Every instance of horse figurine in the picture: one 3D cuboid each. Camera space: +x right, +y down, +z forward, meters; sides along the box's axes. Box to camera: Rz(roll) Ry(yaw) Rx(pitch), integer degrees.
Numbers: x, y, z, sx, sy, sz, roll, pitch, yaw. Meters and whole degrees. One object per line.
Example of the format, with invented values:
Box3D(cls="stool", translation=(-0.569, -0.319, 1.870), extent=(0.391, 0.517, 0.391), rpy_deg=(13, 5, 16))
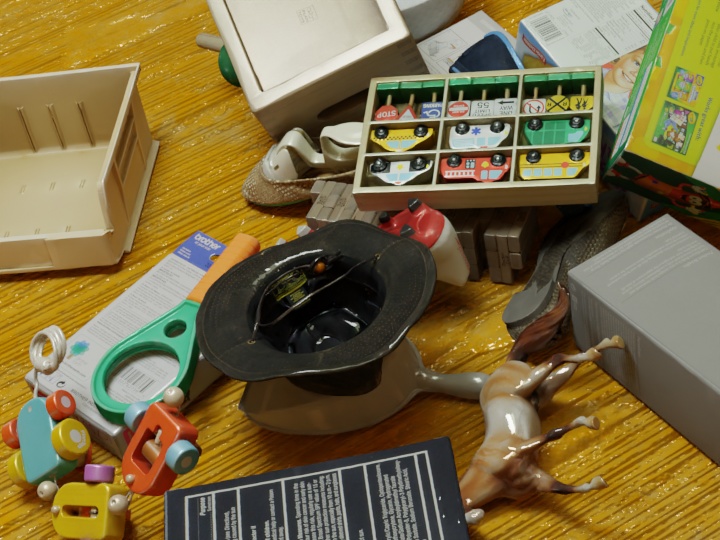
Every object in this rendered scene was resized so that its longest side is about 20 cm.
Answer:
Box3D(cls="horse figurine", translation=(0.125, 0.107, 1.188), extent=(0.132, 0.050, 0.201), rpy_deg=(-23, 38, 35))

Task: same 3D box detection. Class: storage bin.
Box3D(cls="storage bin", translation=(-0.307, -0.091, 1.514), extent=(0.199, 0.094, 0.199), rpy_deg=(-4, 40, 9))

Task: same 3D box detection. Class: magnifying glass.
Box3D(cls="magnifying glass", translation=(-0.143, 0.044, 1.303), extent=(0.079, 0.022, 0.200), rpy_deg=(16, 51, 29))

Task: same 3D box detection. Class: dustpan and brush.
Box3D(cls="dustpan and brush", translation=(0.019, 0.079, 1.273), extent=(0.199, 0.057, 0.140), rpy_deg=(-2, 44, 23))

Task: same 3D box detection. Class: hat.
Box3D(cls="hat", translation=(-0.025, 0.048, 1.220), extent=(0.199, 0.081, 0.201), rpy_deg=(-15, 32, 9))

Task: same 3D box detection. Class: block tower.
Box3D(cls="block tower", translation=(0.049, -0.033, 1.385), extent=(0.199, 0.054, 0.058), rpy_deg=(6, 43, 22))

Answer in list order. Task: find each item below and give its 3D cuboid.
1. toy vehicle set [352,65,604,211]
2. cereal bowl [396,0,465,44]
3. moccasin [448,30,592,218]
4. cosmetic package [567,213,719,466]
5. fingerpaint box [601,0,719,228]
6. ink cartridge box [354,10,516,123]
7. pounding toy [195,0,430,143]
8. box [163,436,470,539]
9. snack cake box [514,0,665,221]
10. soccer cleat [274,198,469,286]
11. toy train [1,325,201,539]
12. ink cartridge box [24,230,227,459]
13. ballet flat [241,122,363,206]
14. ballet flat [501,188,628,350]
Box3D(cls="toy vehicle set", translation=(0.099, -0.109, 1.339), extent=(0.199, 0.027, 0.125), rpy_deg=(-2, 55, 14))
Box3D(cls="cereal bowl", translation=(0.016, -0.276, 1.655), extent=(0.199, 0.084, 0.201), rpy_deg=(-7, 41, 6))
Box3D(cls="moccasin", translation=(0.137, -0.116, 1.404), extent=(0.068, 0.081, 0.201), rpy_deg=(-29, 51, 7))
Box3D(cls="cosmetic package", translation=(0.255, 0.054, 1.208), extent=(0.106, 0.090, 0.200), rpy_deg=(-27, 45, -17))
Box3D(cls="fingerpaint box", translation=(0.310, -0.139, 1.326), extent=(0.166, 0.073, 0.201), rpy_deg=(21, 70, -1))
Box3D(cls="ink cartridge box", translation=(0.091, -0.153, 1.521), extent=(0.176, 0.045, 0.200), rpy_deg=(-25, 42, -14))
Box3D(cls="pounding toy", translation=(-0.060, -0.217, 1.513), extent=(0.199, 0.142, 0.185), rpy_deg=(-26, 67, 6))
Box3D(cls="box", translation=(-0.018, 0.231, 1.040), extent=(0.197, 0.124, 0.200), rpy_deg=(-10, 38, 1))
Box3D(cls="snack cake box", translation=(0.236, -0.155, 1.420), extent=(0.115, 0.067, 0.200), rpy_deg=(-25, 61, -18))
Box3D(cls="soccer cleat", translation=(0.000, 0.000, 1.353), extent=(0.199, 0.085, 0.069), rpy_deg=(-16, 37, 35))
Box3D(cls="toy train", translation=(-0.189, 0.130, 1.216), extent=(0.200, 0.055, 0.151), rpy_deg=(31, 100, 41))
Box3D(cls="ink cartridge box", translation=(-0.163, 0.058, 1.337), extent=(0.119, 0.042, 0.200), rpy_deg=(27, 60, 37))
Box3D(cls="ballet flat", translation=(-0.031, -0.103, 1.445), extent=(0.199, 0.065, 0.071), rpy_deg=(-8, 47, 29))
Box3D(cls="ballet flat", translation=(0.174, 0.000, 1.327), extent=(0.067, 0.046, 0.200), rpy_deg=(-22, 21, 41))
